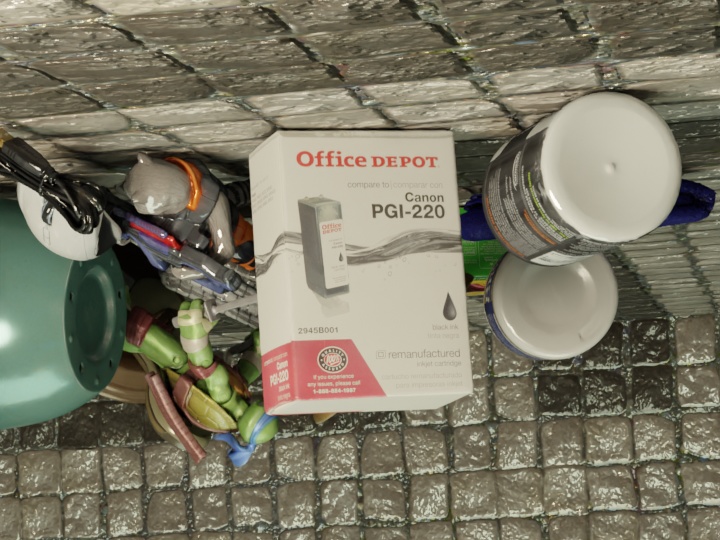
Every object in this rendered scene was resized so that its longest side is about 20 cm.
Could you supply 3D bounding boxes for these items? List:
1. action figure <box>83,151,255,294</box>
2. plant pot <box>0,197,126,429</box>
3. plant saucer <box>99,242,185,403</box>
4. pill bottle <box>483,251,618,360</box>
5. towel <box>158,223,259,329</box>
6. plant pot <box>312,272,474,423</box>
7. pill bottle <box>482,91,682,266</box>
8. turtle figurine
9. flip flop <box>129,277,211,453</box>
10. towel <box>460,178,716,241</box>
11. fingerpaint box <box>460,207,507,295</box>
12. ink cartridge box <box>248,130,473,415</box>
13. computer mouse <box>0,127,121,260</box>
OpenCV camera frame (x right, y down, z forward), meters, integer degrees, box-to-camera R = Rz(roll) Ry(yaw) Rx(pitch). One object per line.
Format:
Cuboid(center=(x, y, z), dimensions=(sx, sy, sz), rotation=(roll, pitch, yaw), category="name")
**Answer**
Cuboid(center=(-0.150, -0.055, 1.597), dimensions=(0.199, 0.105, 0.193), rotation=(26, 176, 17), category="action figure")
Cuboid(center=(-0.283, 0.035, 1.618), dimensions=(0.159, 0.203, 0.200), rotation=(0, 175, 16), category="plant pot")
Cuboid(center=(-0.234, 0.034, 1.876), dimensions=(0.199, 0.201, 0.029), rotation=(3, 141, -45), category="plant saucer")
Cuboid(center=(0.168, 0.026, 1.831), dimensions=(0.110, 0.112, 0.200), rotation=(-3, 177, -1), category="pill bottle")
Cuboid(center=(-0.087, 0.009, 1.867), dimensions=(0.199, 0.086, 0.166), rotation=(25, 179, -6), category="towel")
Cuboid(center=(0.024, 0.064, 1.864), dimensions=(0.200, 0.028, 0.200), rotation=(-43, -178, 2), category="plant pot")
Cuboid(center=(0.150, -0.060, 1.463), dimensions=(0.105, 0.107, 0.200), rotation=(-2, 174, -13), category="pill bottle")
Cuboid(center=(-0.131, 0.046, 1.721), dimensions=(0.193, 0.202, 0.144), rotation=(26, -154, 15), category="turtle figurine")
Cuboid(center=(-0.164, 0.078, 1.817), dimensions=(0.081, 0.201, 0.058), rotation=(22, 122, -30), category="flip flop")
Cuboid(center=(0.200, -0.059, 1.808), dimensions=(0.147, 0.050, 0.199), rotation=(-2, 177, -42), category="towel")
Cuboid(center=(0.075, -0.015, 2.005), dimensions=(0.198, 0.074, 0.167), rotation=(-1, 173, -21), category="fingerpaint box")
Cuboid(center=(0.000, 0.000, 1.496), dimensions=(0.144, 0.202, 0.085), rotation=(-1, 169, -19), category="ink cartridge box")
Cuboid(center=(-0.219, -0.041, 1.462), dimensions=(0.109, 0.044, 0.200), rotation=(30, 170, 10), category="computer mouse")
